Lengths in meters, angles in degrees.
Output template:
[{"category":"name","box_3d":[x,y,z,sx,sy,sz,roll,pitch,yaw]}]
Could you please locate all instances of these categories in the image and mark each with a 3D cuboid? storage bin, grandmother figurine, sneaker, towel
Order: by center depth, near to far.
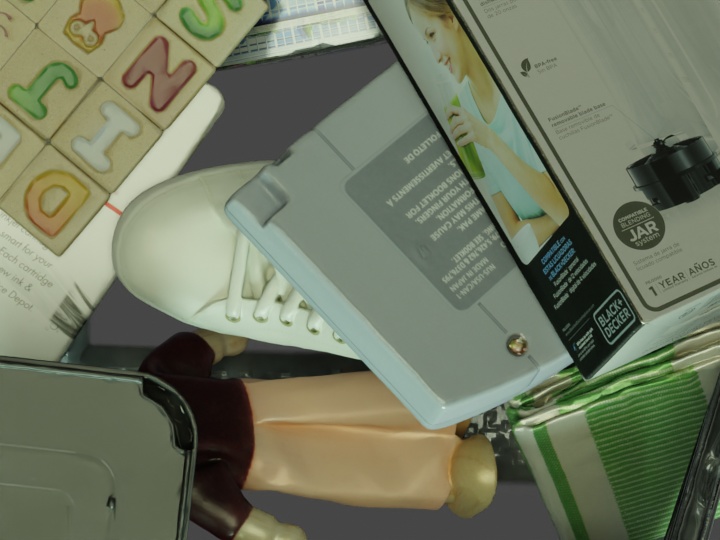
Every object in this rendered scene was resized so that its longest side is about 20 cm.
[{"category":"storage bin","box_3d":[-0.139,0.132,1.040,0.135,0.094,0.200,7,87,-7]},{"category":"sneaker","box_3d":[0.000,0.000,1.103,0.200,0.085,0.073,6,99,-2]},{"category":"towel","box_3d":[0.165,0.054,1.143,0.200,0.153,0.023,-22,58,2]},{"category":"grandmother figurine","box_3d":[-0.050,0.064,1.145,0.200,0.121,0.061,1,127,-21]}]

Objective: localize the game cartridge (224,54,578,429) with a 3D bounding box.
[{"category":"game cartridge","box_3d":[0.061,-0.033,1.072,0.133,0.040,0.200,46,62,9]}]

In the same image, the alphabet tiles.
[{"category":"alphabet tiles","box_3d":[-0.143,-0.108,1.120,0.166,0.006,0.200,40,92,-4]}]

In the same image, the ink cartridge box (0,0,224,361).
[{"category":"ink cartridge box","box_3d":[-0.154,-0.021,1.163,0.116,0.067,0.200,35,93,-3]}]

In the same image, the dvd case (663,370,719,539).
[{"category":"dvd case","box_3d":[0.111,0.150,1.081,0.016,0.149,0.200,17,129,7]}]

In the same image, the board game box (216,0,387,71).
[{"category":"board game box","box_3d":[0.020,-0.149,1.161,0.200,0.062,0.200,-12,93,-1]}]

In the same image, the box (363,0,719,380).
[{"category":"box","box_3d":[0.090,-0.074,1.046,0.117,0.060,0.200,-24,77,-26]}]
